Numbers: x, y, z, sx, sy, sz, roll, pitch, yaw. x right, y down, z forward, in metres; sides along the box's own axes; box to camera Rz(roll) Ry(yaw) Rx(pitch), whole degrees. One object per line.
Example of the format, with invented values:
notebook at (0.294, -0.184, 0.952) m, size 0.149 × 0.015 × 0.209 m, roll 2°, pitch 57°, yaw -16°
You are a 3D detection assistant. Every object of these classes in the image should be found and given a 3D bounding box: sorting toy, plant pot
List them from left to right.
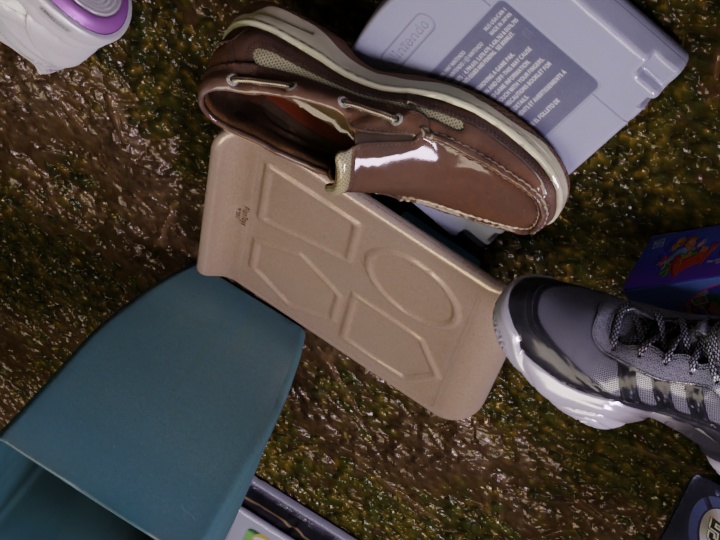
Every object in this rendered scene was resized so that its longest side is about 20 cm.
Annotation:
plant pot at (-0.125, 0.106, 1.275) m, size 0.141 × 0.201 × 0.142 m, roll 31°, pitch 144°, yaw 6°
sorting toy at (0.000, 0.000, 1.183) m, size 0.199 × 0.037 × 0.186 m, roll 29°, pitch 154°, yaw 6°

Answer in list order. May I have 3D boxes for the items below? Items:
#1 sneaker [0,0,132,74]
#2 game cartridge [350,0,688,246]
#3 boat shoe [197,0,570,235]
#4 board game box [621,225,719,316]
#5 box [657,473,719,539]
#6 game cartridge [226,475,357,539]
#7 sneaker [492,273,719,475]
sneaker at (-0.226, -0.187, 1.139) m, size 0.200 × 0.075 × 0.099 m, roll 45°, pitch 141°, yaw -13°
game cartridge at (0.065, -0.100, 1.042) m, size 0.133 × 0.042 × 0.200 m, roll 43°, pitch 143°, yaw -3°
boat shoe at (0.007, -0.062, 1.037) m, size 0.201 × 0.075 × 0.075 m, roll 25°, pitch 142°, yaw 13°
board game box at (0.246, 0.062, 1.068) m, size 0.134 × 0.045 × 0.201 m, roll -9°, pitch 125°, yaw 44°
box at (0.229, 0.231, 1.167) m, size 0.163 × 0.086 × 0.201 m, roll 27°, pitch 148°, yaw 13°
game cartridge at (-0.046, 0.226, 1.484) m, size 0.199 × 0.041 × 0.134 m, roll 31°, pitch 147°, yaw 6°
sneaker at (0.169, 0.037, 1.005) m, size 0.199 × 0.076 × 0.114 m, roll 27°, pitch 142°, yaw 2°
